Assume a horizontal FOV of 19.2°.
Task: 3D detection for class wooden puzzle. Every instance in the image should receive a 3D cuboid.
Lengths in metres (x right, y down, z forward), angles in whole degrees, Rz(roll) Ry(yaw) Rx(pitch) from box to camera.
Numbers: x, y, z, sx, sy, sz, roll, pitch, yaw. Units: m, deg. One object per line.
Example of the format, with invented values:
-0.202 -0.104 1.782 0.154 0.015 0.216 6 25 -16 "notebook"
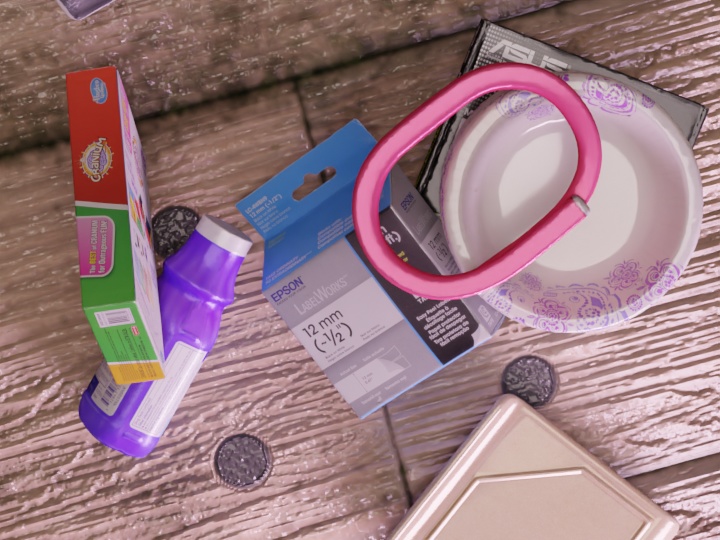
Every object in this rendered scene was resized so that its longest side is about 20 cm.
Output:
0.140 0.227 1.794 0.200 0.037 0.185 37 95 -11 "wooden puzzle"

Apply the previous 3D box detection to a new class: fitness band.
0.087 -0.066 1.595 0.200 0.037 0.144 -38 97 4 "fitness band"

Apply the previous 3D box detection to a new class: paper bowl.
0.162 -0.057 1.667 0.200 0.104 0.201 0 100 -1 "paper bowl"

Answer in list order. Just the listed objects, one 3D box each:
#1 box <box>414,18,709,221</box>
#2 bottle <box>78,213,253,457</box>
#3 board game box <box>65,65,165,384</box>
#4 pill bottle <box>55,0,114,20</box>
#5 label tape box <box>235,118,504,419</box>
0.156 -0.081 1.739 0.200 0.048 0.193 22 101 -5 "box"
-0.156 0.051 1.729 0.065 0.084 0.200 27 97 -27 "bottle"
-0.188 -0.033 1.640 0.040 0.153 0.200 -8 65 0 "board game box"
-0.165 -0.288 1.667 0.200 0.106 0.106 -29 98 3 "pill bottle"
0.000 0.000 1.712 0.143 0.066 0.200 -33 101 28 "label tape box"
